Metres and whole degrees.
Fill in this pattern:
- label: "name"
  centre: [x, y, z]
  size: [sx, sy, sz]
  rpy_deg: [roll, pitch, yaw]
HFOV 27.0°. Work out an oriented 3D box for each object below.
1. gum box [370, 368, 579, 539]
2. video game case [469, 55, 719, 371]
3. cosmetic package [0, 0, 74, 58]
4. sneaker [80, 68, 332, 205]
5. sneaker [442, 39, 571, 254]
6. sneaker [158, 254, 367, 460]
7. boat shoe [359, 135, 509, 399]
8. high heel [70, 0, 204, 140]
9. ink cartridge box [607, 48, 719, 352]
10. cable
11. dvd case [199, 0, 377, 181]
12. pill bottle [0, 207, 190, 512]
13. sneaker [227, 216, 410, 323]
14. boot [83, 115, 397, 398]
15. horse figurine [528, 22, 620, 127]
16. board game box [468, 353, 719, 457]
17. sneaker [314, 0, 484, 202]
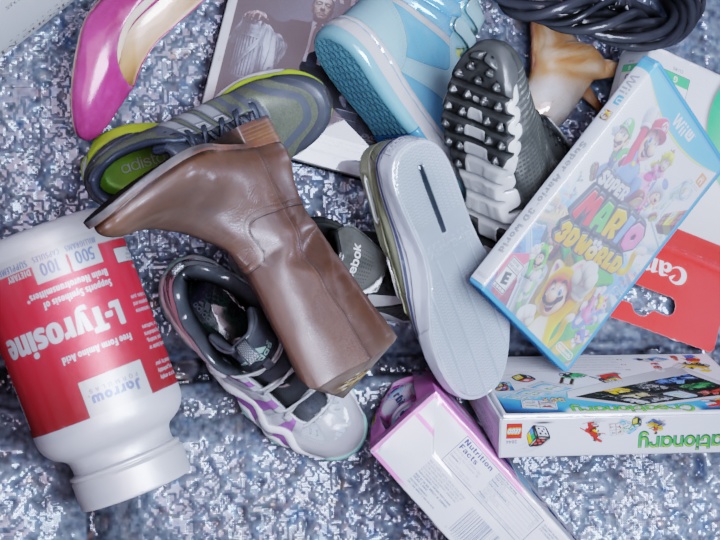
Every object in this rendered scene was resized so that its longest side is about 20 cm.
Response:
- label: "gum box"
  centre: [0.088, 0.167, 1.112]
  size: [0.066, 0.114, 0.200]
  rpy_deg: [-41, 93, 3]
- label: "video game case"
  centre: [0.175, -0.036, 1.082]
  size: [0.200, 0.018, 0.143]
  rpy_deg: [-52, 136, -3]
- label: "cosmetic package"
  centre: [-0.285, -0.248, 1.039]
  size: [0.165, 0.200, 0.165]
  rpy_deg: [-39, 92, -7]
- label: "sneaker"
  centre: [-0.112, -0.087, 1.097]
  size: [0.199, 0.081, 0.074]
  rpy_deg: [-23, 107, 4]
- label: "sneaker"
  centre: [0.112, -0.087, 1.072]
  size: [0.090, 0.066, 0.201]
  rpy_deg: [-38, 137, -29]
- label: "sneaker"
  centre: [-0.070, 0.068, 1.085]
  size: [0.200, 0.140, 0.078]
  rpy_deg: [41, 84, -4]
- label: "boat shoe"
  centre: [0.054, -0.004, 1.081]
  size: [0.072, 0.062, 0.201]
  rpy_deg: [-23, 107, -22]
- label: "high heel"
  centre: [-0.146, -0.183, 1.118]
  size: [0.095, 0.067, 0.201]
  rpy_deg: [16, 73, 13]
- label: "ink cartridge box"
  centre: [0.251, -0.052, 1.161]
  size: [0.160, 0.050, 0.201]
  rpy_deg: [19, 82, -23]
- label: "cable"
  centre: [0.177, -0.222, 1.133]
  size: [0.198, 0.164, 0.051]
  rpy_deg: [11, 125, -14]
- label: "dvd case"
  centre: [-0.033, -0.182, 1.159]
  size: [0.149, 0.025, 0.202]
  rpy_deg: [14, 87, -7]
- label: "pill bottle"
  centre: [-0.197, 0.065, 1.083]
  size: [0.112, 0.112, 0.201]
  rpy_deg: [-21, 91, -8]
- label: "sneaker"
  centre: [0.000, 0.000, 1.123]
  size: [0.198, 0.090, 0.067]
  rpy_deg: [11, 87, -7]
- label: "boot"
  centre: [-0.071, 0.011, 1.005]
  size: [0.186, 0.064, 0.201]
  rpy_deg: [-31, 96, -43]
- label: "horse figurine"
  centre: [0.156, -0.116, 1.170]
  size: [0.132, 0.050, 0.201]
  rpy_deg: [33, 81, -13]
- label: "board game box"
  centre: [0.187, 0.099, 1.125]
  size: [0.198, 0.126, 0.035]
  rpy_deg: [0, 107, -7]
- label: "sneaker"
  centre: [0.065, -0.141, 1.133]
  size: [0.131, 0.079, 0.200]
  rpy_deg: [-49, 123, -21]
